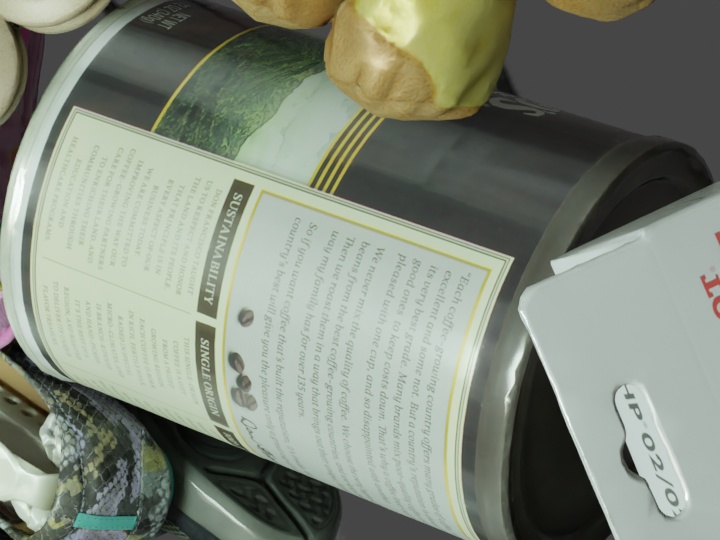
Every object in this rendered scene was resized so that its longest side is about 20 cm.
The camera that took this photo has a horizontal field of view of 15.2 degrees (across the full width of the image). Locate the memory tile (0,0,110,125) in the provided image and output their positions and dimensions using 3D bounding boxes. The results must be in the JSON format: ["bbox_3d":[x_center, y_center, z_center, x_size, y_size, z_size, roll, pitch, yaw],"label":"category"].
[{"bbox_3d":[-0.153,-0.117,0.905,0.153,0.017,0.200,43,95,19],"label":"memory tile"}]

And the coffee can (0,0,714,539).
[{"bbox_3d":[0.000,0.000,0.912,0.200,0.146,0.147,19,115,27],"label":"coffee can"}]

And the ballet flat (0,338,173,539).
[{"bbox_3d":[-0.156,0.041,0.998,0.200,0.072,0.072,32,120,31],"label":"ballet flat"}]

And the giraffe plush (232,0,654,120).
[{"bbox_3d":[0.028,-0.160,0.781,0.172,0.162,0.200,42,88,12],"label":"giraffe plush"}]

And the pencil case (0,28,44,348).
[{"bbox_3d":[-0.150,-0.071,0.974,0.087,0.087,0.201,-23,53,36],"label":"pencil case"}]

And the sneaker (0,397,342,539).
[{"bbox_3d":[-0.093,0.078,1.046,0.199,0.076,0.115,31,121,25],"label":"sneaker"}]

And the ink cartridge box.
[{"bbox_3d":[0.137,0.023,0.796,0.115,0.200,0.068,67,159,-2],"label":"ink cartridge box"}]
